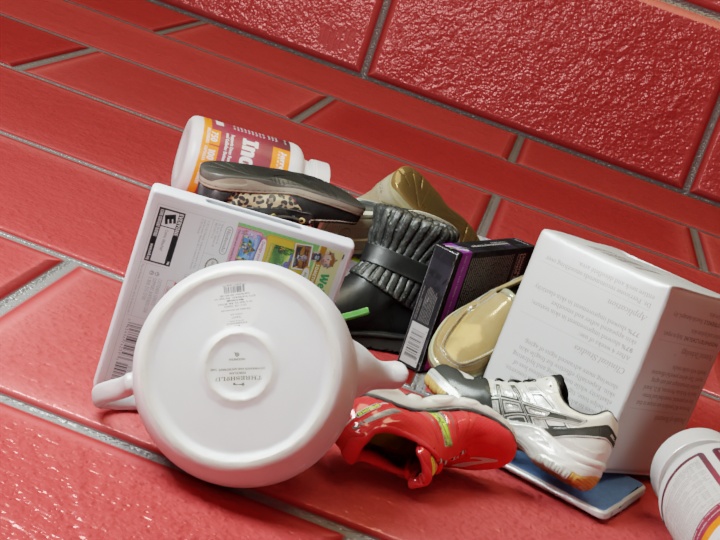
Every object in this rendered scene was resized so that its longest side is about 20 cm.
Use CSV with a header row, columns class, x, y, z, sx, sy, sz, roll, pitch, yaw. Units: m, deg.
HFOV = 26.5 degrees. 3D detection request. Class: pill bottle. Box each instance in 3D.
class,x,y,z,sx,sy,sz,roll,pitch,yaw
pill bottle,0.340,0.227,1.416,0.109,0.110,0.200,16,15,-11
pill bottle,-0.147,-0.130,2.065,0.199,0.114,0.113,14,16,-15

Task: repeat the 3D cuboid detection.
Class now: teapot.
class,x,y,z,sx,sy,sz,roll,pitch,yaw
teapot,-0.095,0.092,1.280,0.200,0.198,0.146,39,-7,10

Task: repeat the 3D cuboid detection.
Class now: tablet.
class,x,y,z,sx,sy,sz,roll,pitch,yaw
tablet,0.179,0.189,1.537,0.199,0.014,0.130,25,17,25

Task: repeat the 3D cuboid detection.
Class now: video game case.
class,x,y,z,sx,sy,sz,roll,pitch,yaw
video game case,-0.121,0.039,1.340,0.181,0.201,0.022,16,22,-11

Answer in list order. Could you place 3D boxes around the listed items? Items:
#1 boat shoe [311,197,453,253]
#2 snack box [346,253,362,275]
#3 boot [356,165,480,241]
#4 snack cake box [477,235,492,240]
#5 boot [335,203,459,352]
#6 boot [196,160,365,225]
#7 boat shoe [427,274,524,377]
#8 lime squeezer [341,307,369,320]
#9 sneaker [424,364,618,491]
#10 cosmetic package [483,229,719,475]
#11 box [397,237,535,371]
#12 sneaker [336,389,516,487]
class,x,y,z,sx,sy,sz,roll,pitch,yaw
boat shoe,0.029,-0.053,1.830,0.199,0.072,0.068,8,24,-29
snack box,0.029,0.013,1.866,0.199,0.068,0.169,22,15,14
boot,0.062,-0.030,1.984,0.200,0.155,0.073,48,46,-18
snack cake box,0.170,0.002,2.079,0.199,0.068,0.115,19,17,-1
boot,-0.001,-0.001,1.704,0.210,0.159,0.079,9,18,-33
boot,-0.103,-0.034,1.711,0.199,0.152,0.073,9,17,-30
boat shoe,0.142,0.049,1.628,0.072,0.076,0.200,44,41,5
lime squeezer,-0.094,0.040,1.635,0.199,0.038,0.071,20,57,1
sneaker,0.159,0.133,1.490,0.199,0.088,0.076,29,-7,20
cosmetic package,0.255,0.086,1.593,0.167,0.201,0.166,28,10,36
box,0.125,0.036,1.760,0.036,0.144,0.200,26,16,29
sneaker,0.057,0.162,1.383,0.199,0.077,0.085,13,37,-27
